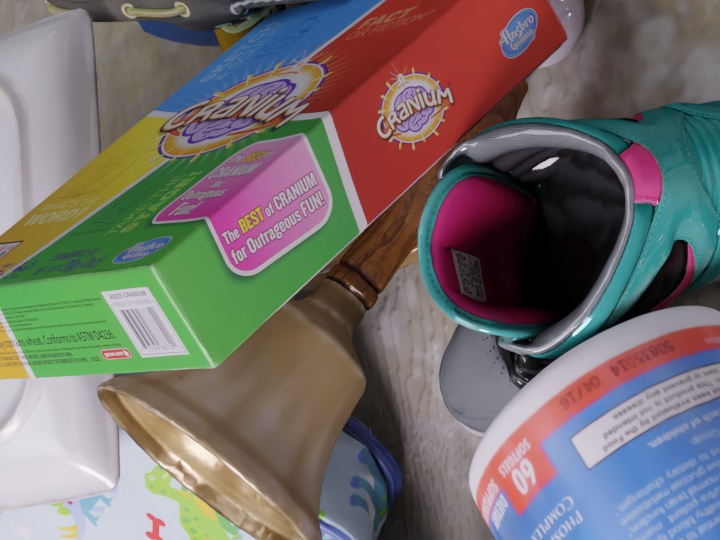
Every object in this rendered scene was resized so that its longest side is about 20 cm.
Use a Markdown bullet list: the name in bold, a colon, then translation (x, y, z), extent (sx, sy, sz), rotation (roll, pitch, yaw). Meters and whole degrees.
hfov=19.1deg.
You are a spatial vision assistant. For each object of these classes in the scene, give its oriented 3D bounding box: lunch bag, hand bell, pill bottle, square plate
- **lunch bag**: translation (-0.088, 0.114, 0.930), extent (0.200, 0.160, 0.083), rotation (-54, 9, 41)
- **hand bell**: translation (0.000, 0.000, 0.818), extent (0.104, 0.104, 0.200), rotation (19, 66, 48)
- **pill bottle**: translation (0.128, 0.120, 0.700), extent (0.201, 0.112, 0.113), rotation (58, 132, 29)
- **square plate**: translation (-0.190, 0.007, 0.884), extent (0.199, 0.028, 0.200), rotation (-13, 75, 28)

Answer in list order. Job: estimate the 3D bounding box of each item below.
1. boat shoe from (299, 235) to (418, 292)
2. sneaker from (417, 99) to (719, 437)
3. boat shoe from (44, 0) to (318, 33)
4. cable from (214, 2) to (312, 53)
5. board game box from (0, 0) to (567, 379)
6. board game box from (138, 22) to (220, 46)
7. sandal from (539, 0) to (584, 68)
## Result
- **boat shoe**: translation (-0.055, -0.015, 0.878), extent (0.198, 0.076, 0.072), rotation (-8, 104, 18)
- **sneaker**: translation (0.061, 0.007, 0.767), extent (0.200, 0.120, 0.084), rotation (-45, 59, 42)
- **boat shoe**: translation (-0.064, -0.132, 0.869), extent (0.200, 0.072, 0.060), rotation (8, 143, 35)
- **cable**: translation (-0.014, -0.046, 0.928), extent (0.096, 0.050, 0.202), rotation (1, 113, 14)
- **board game box**: translation (-0.040, -0.037, 0.771), extent (0.152, 0.200, 0.040), rotation (-7, 120, 51)
- **board game box**: translation (-0.062, -0.203, 0.942), extent (0.157, 0.039, 0.201), rotation (-29, 93, 27)
- **sandal**: translation (0.019, -0.158, 0.864), extent (0.206, 0.059, 0.079), rotation (42, 140, 16)
